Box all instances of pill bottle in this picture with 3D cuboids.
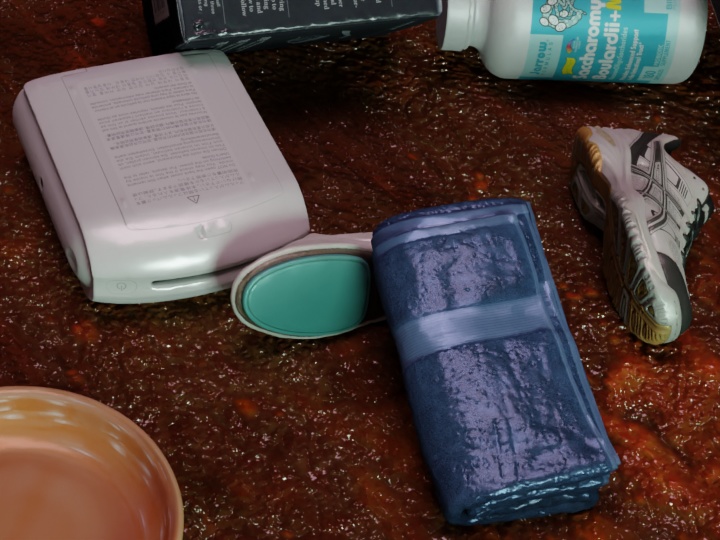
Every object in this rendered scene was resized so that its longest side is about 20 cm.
[{"bbox_3d":[0.160,-0.203,1.269,0.198,0.112,0.111,1,43,-5],"label":"pill bottle"}]

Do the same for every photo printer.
[{"bbox_3d":[-0.133,-0.061,1.116,0.165,0.070,0.201,-13,47,-20],"label":"photo printer"}]

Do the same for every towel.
[{"bbox_3d":[0.077,0.051,0.993,0.110,0.049,0.202,-8,63,-14],"label":"towel"}]

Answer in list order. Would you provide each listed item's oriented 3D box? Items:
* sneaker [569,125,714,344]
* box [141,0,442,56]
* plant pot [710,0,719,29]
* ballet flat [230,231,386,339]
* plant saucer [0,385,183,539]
[{"bbox_3d":[0.206,-0.034,1.120,0.087,0.076,0.201,-2,44,-8],"label":"sneaker"},{"bbox_3d":[-0.056,-0.223,1.225,0.198,0.106,0.148,-9,4,-16],"label":"box"},{"bbox_3d":[0.381,-0.233,1.219,0.199,0.177,0.201,31,34,-27],"label":"plant pot"},{"bbox_3d":[0.000,0.000,1.076,0.198,0.070,0.070,-8,44,-24],"label":"ballet flat"},{"bbox_3d":[-0.197,0.149,0.909,0.198,0.038,0.201,3,42,-3],"label":"plant saucer"}]
